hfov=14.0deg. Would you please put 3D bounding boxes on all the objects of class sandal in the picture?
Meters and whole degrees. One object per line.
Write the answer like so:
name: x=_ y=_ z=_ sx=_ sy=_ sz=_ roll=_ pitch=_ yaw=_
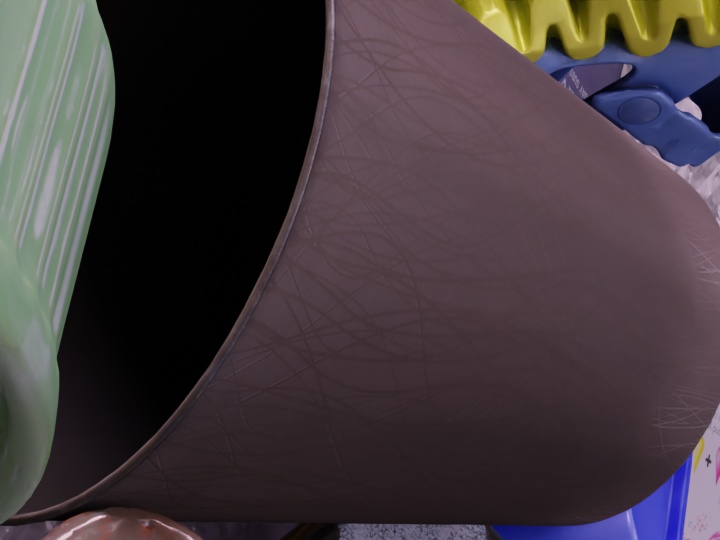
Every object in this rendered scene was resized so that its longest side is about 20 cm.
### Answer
sandal: x=0.045 y=-0.065 z=0.888 sx=0.087 sy=0.199 sz=0.080 roll=83 pitch=7 yaw=-48

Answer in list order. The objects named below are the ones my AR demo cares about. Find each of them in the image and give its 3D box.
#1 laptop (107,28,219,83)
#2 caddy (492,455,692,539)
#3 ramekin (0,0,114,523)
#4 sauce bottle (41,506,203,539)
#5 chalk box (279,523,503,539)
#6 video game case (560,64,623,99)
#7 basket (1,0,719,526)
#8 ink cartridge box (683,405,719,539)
laptop: x=-0.101 y=-0.134 z=0.713 sx=0.176 sy=0.200 sz=0.104 roll=-11 pitch=65 yaw=-28
caddy: x=0.046 y=0.039 z=0.996 sx=0.200 sy=0.104 sz=0.142 roll=-71 pitch=148 yaw=-59
ramekin: x=-0.149 y=-0.028 z=0.635 sx=0.200 sy=0.199 sz=0.098 roll=52 pitch=44 yaw=-44
sauce bottle: x=-0.081 y=0.127 z=0.771 sx=0.066 sy=0.200 sz=0.066 roll=8 pitch=62 yaw=-15
chalk box: x=0.017 y=0.179 z=0.881 sx=0.200 sy=0.124 sz=0.125 roll=50 pitch=43 yaw=-1
video game case: x=0.074 y=-0.153 z=1.086 sx=0.143 sy=0.019 sz=0.201 roll=54 pitch=43 yaw=-43
basket: x=0.000 y=0.000 z=0.791 sx=0.200 sy=0.136 sz=0.181 roll=19 pitch=104 yaw=-46
ink cartridge box: x=0.115 y=0.125 z=1.148 sx=0.115 sy=0.068 sz=0.201 roll=29 pitch=69 yaw=-53
